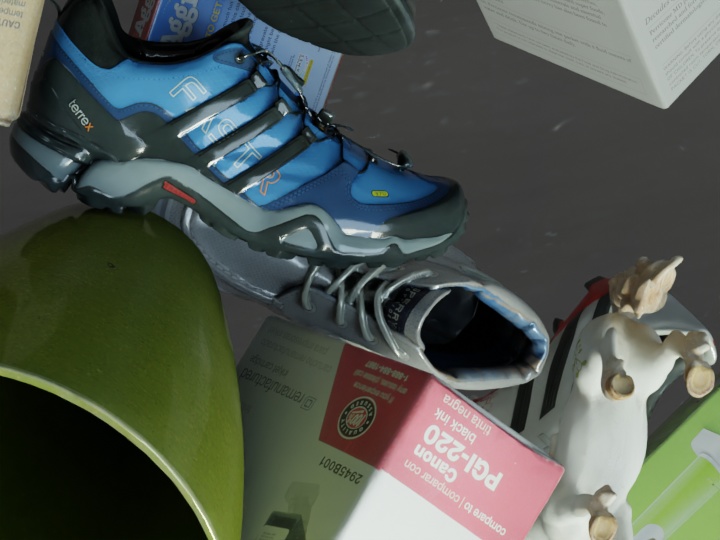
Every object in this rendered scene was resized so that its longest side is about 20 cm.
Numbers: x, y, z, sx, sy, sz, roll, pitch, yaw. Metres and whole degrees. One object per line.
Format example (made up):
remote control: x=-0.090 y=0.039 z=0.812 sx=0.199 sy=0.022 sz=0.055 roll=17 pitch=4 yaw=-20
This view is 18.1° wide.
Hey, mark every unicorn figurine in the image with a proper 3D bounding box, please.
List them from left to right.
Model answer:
unicorn figurine: x=0.104 y=0.090 z=1.048 sx=0.074 sy=0.137 sz=0.201 roll=30 pitch=88 yaw=-14

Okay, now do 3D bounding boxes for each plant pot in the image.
plant pot: x=-0.122 y=0.060 z=0.895 sx=0.186 sy=0.200 sz=0.188 roll=5 pitch=121 yaw=7

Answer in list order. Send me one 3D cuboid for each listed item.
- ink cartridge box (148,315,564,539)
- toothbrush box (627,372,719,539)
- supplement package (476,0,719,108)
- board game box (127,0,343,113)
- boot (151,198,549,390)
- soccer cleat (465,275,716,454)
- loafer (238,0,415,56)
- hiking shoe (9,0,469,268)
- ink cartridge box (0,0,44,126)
ink cartridge box: x=-0.030 y=0.132 z=0.928 sx=0.085 sy=0.145 sz=0.201 roll=35 pitch=81 yaw=-30
toothbrush box: x=0.167 y=0.167 z=1.139 sx=0.200 sy=0.086 sz=0.146 roll=-43 pitch=87 yaw=-13
supplement package: x=0.101 y=-0.194 z=0.987 sx=0.120 sy=0.121 sz=0.200 roll=-45 pitch=134 yaw=-16
board game box: x=-0.029 y=-0.170 z=0.988 sx=0.102 sy=0.019 sz=0.201 roll=13 pitch=100 yaw=-38
boot: x=0.000 y=0.000 z=1.027 sx=0.199 sy=0.095 sz=0.074 roll=17 pitch=98 yaw=-38
soccer cleat: x=0.095 y=0.085 z=1.133 sx=0.200 sy=0.085 sz=0.069 roll=-45 pitch=127 yaw=-12
loafer: x=-0.033 y=-0.160 z=0.936 sx=0.200 sy=0.072 sz=0.073 roll=45 pitch=47 yaw=-49
hiking shoe: x=-0.043 y=-0.058 z=0.944 sx=0.199 sy=0.074 sz=0.087 roll=13 pitch=104 yaw=-15
ink cartridge box: x=-0.208 y=-0.154 z=0.835 sx=0.199 sy=0.075 sz=0.166 roll=8 pitch=105 yaw=-37
